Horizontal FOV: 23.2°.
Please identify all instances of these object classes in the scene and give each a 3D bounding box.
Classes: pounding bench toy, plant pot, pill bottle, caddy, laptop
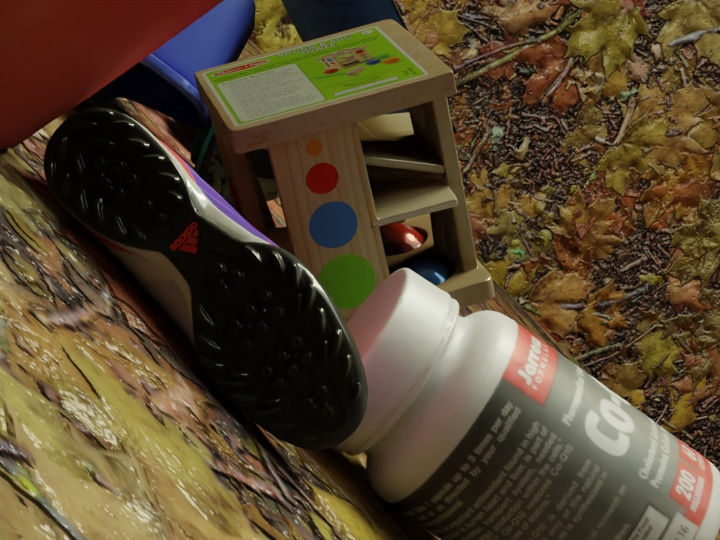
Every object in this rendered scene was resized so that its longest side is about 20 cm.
[{"bbox_3d":[-0.044,-0.032,1.005,0.124,0.200,0.156,-126,-158,-64],"label":"pounding bench toy"},{"bbox_3d":[-0.154,-0.167,0.812,0.200,0.177,0.200,46,6,-6],"label":"plant pot"},{"bbox_3d":[0.076,0.093,0.898,0.200,0.114,0.114,36,7,-9],"label":"pill bottle"},{"bbox_3d":[-0.148,-0.152,1.114,0.141,0.105,0.200,30,-5,-1],"label":"caddy"},{"bbox_3d":[-0.060,-0.162,1.165,0.200,0.116,0.187,1,8,-26],"label":"laptop"}]

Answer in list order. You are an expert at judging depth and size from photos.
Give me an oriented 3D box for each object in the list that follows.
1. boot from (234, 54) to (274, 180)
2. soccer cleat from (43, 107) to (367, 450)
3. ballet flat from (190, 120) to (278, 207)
[{"bbox_3d":[-0.046,-0.103,1.135,0.200,0.074,0.076,38,28,-65],"label":"boot"},{"bbox_3d":[-0.067,0.004,0.828,0.200,0.068,0.073,45,1,12],"label":"soccer cleat"},{"bbox_3d":[-0.080,-0.077,1.201,0.074,0.074,0.200,45,7,-12],"label":"ballet flat"}]
